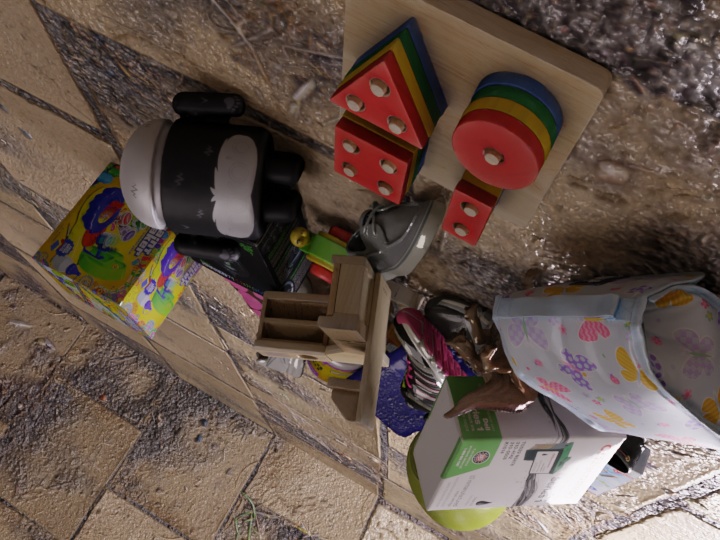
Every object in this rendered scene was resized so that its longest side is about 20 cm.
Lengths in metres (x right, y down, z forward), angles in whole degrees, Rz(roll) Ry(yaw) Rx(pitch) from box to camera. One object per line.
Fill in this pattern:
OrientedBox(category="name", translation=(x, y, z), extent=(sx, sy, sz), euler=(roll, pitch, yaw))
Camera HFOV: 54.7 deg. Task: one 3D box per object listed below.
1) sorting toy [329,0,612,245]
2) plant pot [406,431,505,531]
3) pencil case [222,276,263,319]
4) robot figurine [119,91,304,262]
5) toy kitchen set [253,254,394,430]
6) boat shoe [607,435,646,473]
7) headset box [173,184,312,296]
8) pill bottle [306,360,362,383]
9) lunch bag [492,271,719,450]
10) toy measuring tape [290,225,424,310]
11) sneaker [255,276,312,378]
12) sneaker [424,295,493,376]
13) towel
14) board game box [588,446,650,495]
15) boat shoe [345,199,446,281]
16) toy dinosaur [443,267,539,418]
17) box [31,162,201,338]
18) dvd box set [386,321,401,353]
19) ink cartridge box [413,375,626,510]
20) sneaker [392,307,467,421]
OrientedBox(category="sorting toy", translation=(0.062, -0.112, 0.553), extent=(0.198, 0.070, 0.200), euler=(29, 158, 9))
OrientedBox(category="plant pot", translation=(0.149, 0.319, 1.140), extent=(0.184, 0.190, 0.200), euler=(20, 166, 26))
OrientedBox(category="pencil case", translation=(-0.166, 0.018, 1.113), extent=(0.201, 0.090, 0.094), euler=(53, -175, -46))
OrientedBox(category="robot figurine", translation=(-0.162, -0.101, 0.767), extent=(0.195, 0.153, 0.125), euler=(5, 160, -1))
OrientedBox(category="toy kitchen set", translation=(-0.063, 0.090, 0.815), extent=(0.176, 0.167, 0.200), euler=(3, 162, 13))
OrientedBox(category="boat shoe", translation=(0.277, 0.192, 0.918), extent=(0.199, 0.064, 0.074), euler=(30, 161, 9))
OrientedBox(category="headset box", translation=(-0.164, -0.061, 0.924), extent=(0.172, 0.094, 0.201), euler=(25, 159, 16))
OrientedBox(category="pill bottle", translation=(-0.035, 0.127, 1.139), extent=(0.103, 0.105, 0.200), euler=(31, 158, 1))
OrientedBox(category="lunch bag", translation=(0.239, 0.068, 0.623), extent=(0.198, 0.129, 0.169), euler=(29, 161, -25))
OrientedBox(category="toy measuring tape", translation=(0.000, 0.000, 0.877), extent=(0.198, 0.075, 0.073), euler=(29, 159, -11))
OrientedBox(category="sneaker", translation=(-0.118, 0.090, 1.087), extent=(0.085, 0.075, 0.203), euler=(7, 125, -10))
OrientedBox(category="sneaker", translation=(0.151, 0.122, 0.863), extent=(0.198, 0.117, 0.075), euler=(29, 158, 6))
OrientedBox(category="towel", translation=(0.089, 0.164, 1.031), extent=(0.147, 0.050, 0.199), euler=(43, 127, -16))
OrientedBox(category="board game box", translation=(0.301, 0.256, 1.043), extent=(0.197, 0.042, 0.200), euler=(28, 158, 12))
OrientedBox(category="boat shoe", translation=(0.028, -0.037, 0.755), extent=(0.071, 0.071, 0.201), euler=(29, 162, -9))
OrientedBox(category="toy dinosaur", translation=(0.166, 0.096, 0.725), extent=(0.085, 0.201, 0.136), euler=(-17, 118, 46))
OrientedBox(category="box", translation=(-0.370, -0.034, 1.122), extent=(0.190, 0.202, 0.123), euler=(22, 156, 21))
OrientedBox(category="dvd box set", translation=(0.115, 0.164, 1.115), extent=(0.198, 0.030, 0.147), euler=(32, 158, 3))
OrientedBox(category="ink cartridge box", translation=(0.176, 0.196, 0.790), extent=(0.196, 0.085, 0.148), euler=(2, 133, -14))
OrientedBox(category="sneaker", translation=(0.082, 0.137, 0.927), extent=(0.086, 0.074, 0.201), euler=(-22, 124, 20))
